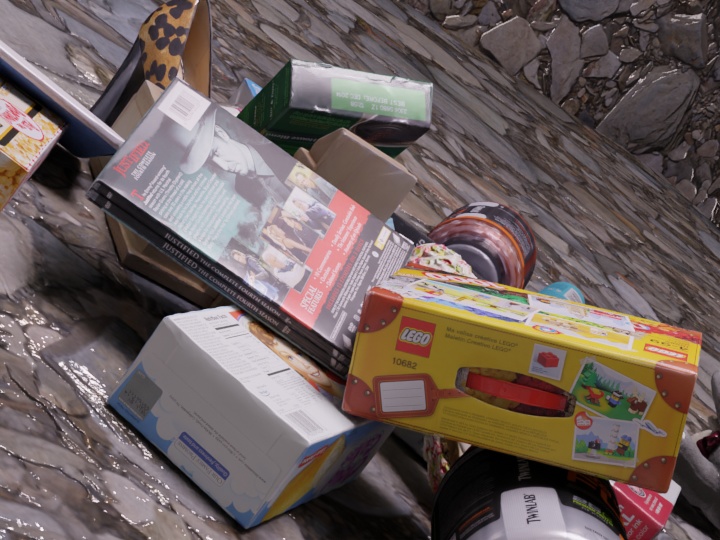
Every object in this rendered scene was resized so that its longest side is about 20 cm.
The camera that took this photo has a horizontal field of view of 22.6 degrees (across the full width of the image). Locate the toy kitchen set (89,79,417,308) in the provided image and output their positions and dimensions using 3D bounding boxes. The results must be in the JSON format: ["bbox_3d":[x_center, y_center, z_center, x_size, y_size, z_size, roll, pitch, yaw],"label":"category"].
[{"bbox_3d":[-0.065,-0.062,1.344,0.200,0.163,0.181,31,15,-29],"label":"toy kitchen set"}]

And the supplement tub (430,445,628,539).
[{"bbox_3d":[0.104,0.175,1.097,0.122,0.123,0.200,36,14,-9],"label":"supplement tub"}]

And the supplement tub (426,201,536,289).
[{"bbox_3d":[0.109,-0.005,1.719,0.107,0.107,0.200,39,13,3],"label":"supplement tub"}]

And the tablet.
[{"bbox_3d":[-0.258,-0.145,1.291,0.200,0.014,0.130,40,-14,-21],"label":"tablet"}]

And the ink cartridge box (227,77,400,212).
[{"bbox_3d":[-0.038,-0.086,1.687,0.200,0.068,0.115,32,15,-27],"label":"ink cartridge box"}]

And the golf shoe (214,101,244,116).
[{"bbox_3d":[-0.074,-0.077,1.559,0.200,0.073,0.092,31,16,-26],"label":"golf shoe"}]

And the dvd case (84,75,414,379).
[{"bbox_3d":[-0.066,-0.031,1.161,0.200,0.022,0.146,36,36,-7],"label":"dvd case"}]

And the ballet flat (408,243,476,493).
[{"bbox_3d":[0.072,0.072,1.264,0.064,0.075,0.201,119,-38,-74],"label":"ballet flat"}]

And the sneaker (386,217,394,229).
[{"bbox_3d":[0.000,0.000,1.409,0.201,0.082,0.074,57,20,3],"label":"sneaker"}]

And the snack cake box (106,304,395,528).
[{"bbox_3d":[-0.057,0.081,1.107,0.115,0.067,0.200,40,13,13],"label":"snack cake box"}]

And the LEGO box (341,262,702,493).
[{"bbox_3d":[0.104,0.062,1.117,0.199,0.078,0.149,14,10,10],"label":"LEGO box"}]

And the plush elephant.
[{"bbox_3d":[0.367,0.170,1.722,0.155,0.164,0.201,-87,154,-58],"label":"plush elephant"}]

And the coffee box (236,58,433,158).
[{"bbox_3d":[-0.034,-0.108,1.443,0.122,0.044,0.200,7,-17,-22],"label":"coffee box"}]

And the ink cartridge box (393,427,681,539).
[{"bbox_3d":[0.134,0.142,1.361,0.200,0.083,0.146,40,14,8],"label":"ink cartridge box"}]

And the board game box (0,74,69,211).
[{"bbox_3d":[-0.299,-0.125,1.198,0.200,0.046,0.152,36,13,-8],"label":"board game box"}]

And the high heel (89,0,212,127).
[{"bbox_3d":[-0.121,-0.120,1.429,0.200,0.143,0.071,44,15,22],"label":"high heel"}]

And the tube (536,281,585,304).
[{"bbox_3d":[0.192,0.053,1.883,0.077,0.051,0.200,36,18,10],"label":"tube"}]

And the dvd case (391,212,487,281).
[{"bbox_3d":[0.076,0.035,1.498,0.200,0.025,0.150,37,-21,16],"label":"dvd case"}]
